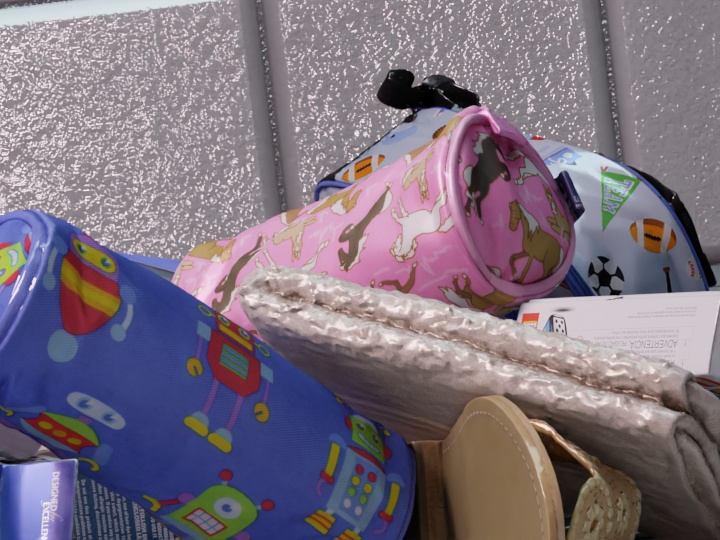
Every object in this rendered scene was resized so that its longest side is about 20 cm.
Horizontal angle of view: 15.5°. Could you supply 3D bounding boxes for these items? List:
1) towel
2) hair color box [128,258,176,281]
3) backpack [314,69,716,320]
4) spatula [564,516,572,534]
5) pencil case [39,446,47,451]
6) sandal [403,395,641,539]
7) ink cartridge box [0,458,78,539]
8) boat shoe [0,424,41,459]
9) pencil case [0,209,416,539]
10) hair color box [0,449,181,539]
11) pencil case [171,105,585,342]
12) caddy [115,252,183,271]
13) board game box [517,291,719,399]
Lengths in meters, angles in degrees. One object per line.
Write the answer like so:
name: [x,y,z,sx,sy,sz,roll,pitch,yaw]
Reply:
towel: [0.057,0.052,1.026,0.199,0.035,0.133,15,-22,27]
hair color box: [-0.174,0.045,1.301,0.200,0.061,0.099,-19,-24,39]
backpack: [0.074,0.022,1.236,0.190,0.200,0.154,6,42,45]
spatula: [0.067,0.105,1.106,0.199,0.021,0.057,-6,8,-2]
pencil case: [-0.222,0.101,1.236,0.199,0.090,0.078,-5,-10,3]
sandal: [0.068,0.086,0.981,0.069,0.078,0.212,-2,-5,-15]
ink cartridge box: [-0.195,0.108,0.877,0.199,0.100,0.039,-7,-30,12]
boat shoe: [-0.186,0.045,1.057,0.071,0.072,0.200,-2,-16,11]
pencil case: [-0.073,0.055,0.981,0.200,0.078,0.087,34,-60,-29]
hair color box: [-0.109,0.106,1.149,0.199,0.061,0.100,-7,3,-24]
pencil case: [0.000,0.000,1.129,0.200,0.083,0.086,-26,10,43]
caddy: [-0.078,0.064,1.379,0.200,0.105,0.141,7,-17,44]
board game box: [0.175,0.052,1.050,0.200,0.035,0.126,19,-12,-30]
